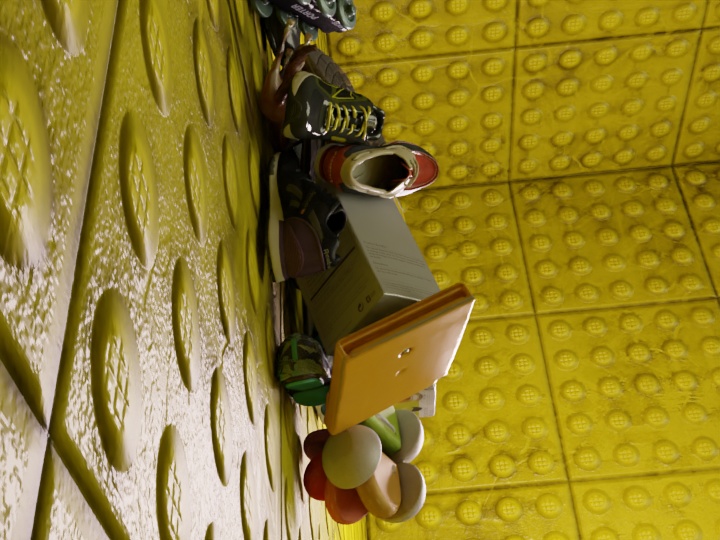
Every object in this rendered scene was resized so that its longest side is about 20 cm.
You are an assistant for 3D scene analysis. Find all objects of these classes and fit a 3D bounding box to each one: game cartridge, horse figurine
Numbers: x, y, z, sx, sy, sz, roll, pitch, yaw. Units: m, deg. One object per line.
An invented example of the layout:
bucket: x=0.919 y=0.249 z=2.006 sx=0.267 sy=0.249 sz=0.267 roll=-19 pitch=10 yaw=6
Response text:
game cartridge: x=0.040 y=0.108 z=1.210 sx=0.033 sy=0.175 sz=0.201 roll=56 pitch=-23 yaw=24
horse figurine: x=-0.091 y=-0.222 z=1.241 sx=0.200 sy=0.049 sz=0.134 roll=161 pitch=-55 yaw=-83

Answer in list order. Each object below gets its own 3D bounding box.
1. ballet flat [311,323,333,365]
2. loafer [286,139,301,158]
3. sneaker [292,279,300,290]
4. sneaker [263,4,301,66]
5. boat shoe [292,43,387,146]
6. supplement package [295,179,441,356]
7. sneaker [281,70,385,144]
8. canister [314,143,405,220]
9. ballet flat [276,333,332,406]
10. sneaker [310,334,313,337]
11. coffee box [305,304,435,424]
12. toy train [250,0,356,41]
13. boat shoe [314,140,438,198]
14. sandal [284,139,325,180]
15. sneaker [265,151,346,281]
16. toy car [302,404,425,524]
ballet flat: x=-0.039 y=0.097 z=1.405 sx=0.069 sy=0.071 sz=0.201 roll=-40 pitch=-154 yaw=35
loafer: x=-0.091 y=-0.209 z=1.434 sx=0.200 sy=0.069 sz=0.076 roll=-61 pitch=172 yaw=-68
sneaker: x=-0.073 y=-0.032 z=1.467 sx=0.200 sy=0.076 sz=0.086 roll=-74 pitch=170 yaw=-65
sneaker: x=-0.089 y=-0.369 z=1.366 sx=0.076 sy=0.090 sz=0.203 roll=-100 pitch=-174 yaw=-84
boat shoe: x=-0.039 y=-0.204 z=1.332 sx=0.075 sy=0.072 sz=0.201 roll=-4 pitch=61 yaw=-60
supplement package: x=0.000 y=0.000 z=1.260 sx=0.118 sy=0.116 sz=0.201 roll=-49 pitch=-133 yaw=30
sneaker: x=-0.026 y=-0.183 z=1.175 sx=0.200 sy=0.084 sz=0.075 roll=-27 pitch=130 yaw=-70
canister: x=0.005 y=-0.093 z=1.456 sx=0.200 sy=0.086 sz=0.150 roll=60 pitch=19 yaw=-53
ballet flat: x=-0.061 y=0.116 z=1.221 sx=0.200 sy=0.073 sz=0.075 roll=85 pitch=0 yaw=-74
sneaker: x=-0.021 y=0.112 z=1.468 sx=0.201 sy=0.087 sz=0.076 roll=-61 pitch=142 yaw=-46
coffee box: x=0.016 y=0.125 z=1.657 sx=0.200 sy=0.195 sz=0.202 roll=82 pitch=4 yaw=-68
toy train: x=-0.071 y=-0.361 z=1.262 sx=0.199 sy=0.084 sz=0.115 roll=9 pitch=74 yaw=-60
boat shoe: x=0.034 y=-0.124 z=1.260 sx=0.199 sy=0.062 sz=0.072 roll=-2 pitch=104 yaw=-45
sandal: x=-0.085 y=-0.119 z=1.311 sx=0.082 sy=0.054 sz=0.201 roll=-74 pitch=180 yaw=-45
sneaker: x=-0.059 y=-0.064 z=1.167 sx=0.201 sy=0.086 sz=0.076 roll=-95 pitch=177 yaw=-47
toy car: x=-0.008 y=0.242 z=1.362 sx=0.175 sy=0.149 sz=0.202 roll=46 pitch=32 yaw=-40
